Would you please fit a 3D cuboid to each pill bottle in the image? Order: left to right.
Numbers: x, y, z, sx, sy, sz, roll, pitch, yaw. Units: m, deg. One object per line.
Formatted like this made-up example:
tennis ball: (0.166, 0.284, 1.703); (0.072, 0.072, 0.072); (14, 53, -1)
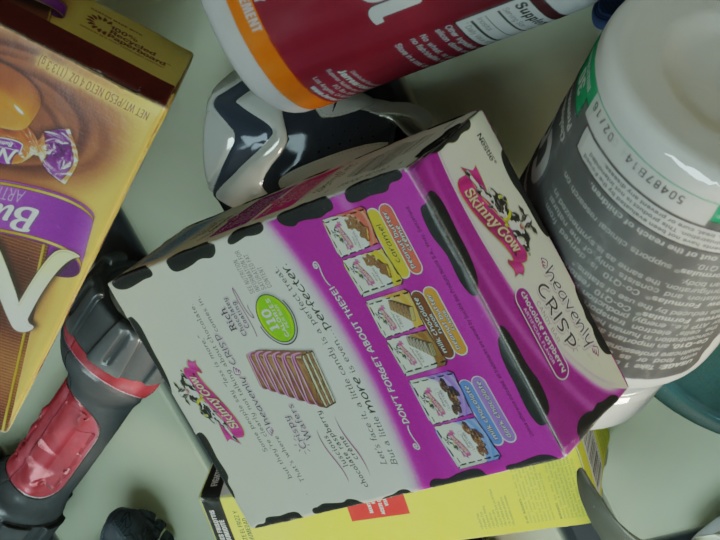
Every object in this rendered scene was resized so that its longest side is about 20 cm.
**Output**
pill bottle: (0.037, -0.149, 0.881); (0.200, 0.113, 0.113); (-19, 116, 22)
pill bottle: (0.122, -0.020, 0.894); (0.113, 0.113, 0.200); (23, 142, -2)

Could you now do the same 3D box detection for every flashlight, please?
flashlight: (-0.156, 0.079, 1.094); (0.068, 0.068, 0.200); (33, 122, -10)

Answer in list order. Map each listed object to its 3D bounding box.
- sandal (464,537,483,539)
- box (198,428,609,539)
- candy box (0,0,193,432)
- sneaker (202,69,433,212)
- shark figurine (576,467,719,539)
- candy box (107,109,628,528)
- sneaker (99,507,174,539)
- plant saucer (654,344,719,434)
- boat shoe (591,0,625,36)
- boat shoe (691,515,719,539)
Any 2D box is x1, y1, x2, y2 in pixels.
sandal: (0.074, 0.191, 1.133); (0.075, 0.048, 0.200); (-24, 126, 23)
box: (0.023, 0.101, 1.065); (0.199, 0.075, 0.050); (-9, 119, 18)
candy box: (-0.167, -0.034, 0.921); (0.116, 0.057, 0.200); (27, 125, -5)
sneaker: (0.000, 0.000, 1.002); (0.129, 0.079, 0.200); (6, 113, 18)
shark figurine: (0.207, 0.097, 0.958); (0.214, 0.128, 0.089); (-45, 142, 17)
candy box: (-0.001, 0.027, 0.902); (0.200, 0.061, 0.137); (-18, 105, 44)
sneaker: (-0.160, 0.211, 1.174); (0.086, 0.078, 0.200); (18, 124, 5)
plant saucer: (0.207, 0.009, 0.995); (0.200, 0.027, 0.201); (5, 122, 9)
boat shoe: (0.204, -0.113, 0.899); (0.200, 0.072, 0.072); (-10, 124, 30)
boat shoe: (0.247, 0.122, 1.024); (0.072, 0.062, 0.200); (15, 138, -37)
